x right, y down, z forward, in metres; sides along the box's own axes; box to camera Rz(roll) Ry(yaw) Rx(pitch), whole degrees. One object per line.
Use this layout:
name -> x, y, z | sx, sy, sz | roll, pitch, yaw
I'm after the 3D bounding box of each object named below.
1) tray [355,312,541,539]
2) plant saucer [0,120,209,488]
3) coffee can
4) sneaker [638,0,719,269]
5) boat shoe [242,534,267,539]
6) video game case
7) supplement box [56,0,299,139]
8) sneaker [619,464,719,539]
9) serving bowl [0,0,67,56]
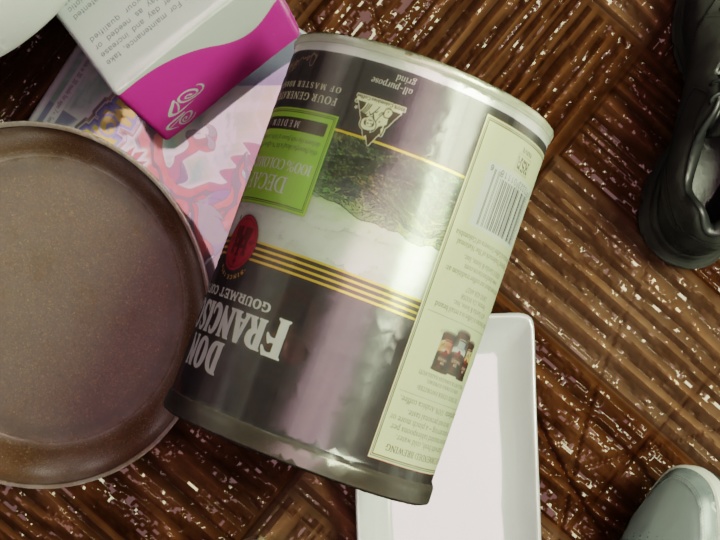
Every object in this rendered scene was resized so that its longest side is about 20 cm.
tray -> 0.049, 0.127, 0.791 | 0.106, 0.022, 0.203 | -1, 87, -3
plant saucer -> -0.177, 0.018, 0.761 | 0.197, 0.032, 0.203 | 1, 99, 5
coffee can -> 0.000, 0.000, 0.712 | 0.145, 0.146, 0.202 | 20, 86, -2
sneaker -> 0.213, -0.102, 0.778 | 0.075, 0.091, 0.203 | 9, 85, -1
boat shoe -> -0.137, 0.186, 0.752 | 0.198, 0.071, 0.065 | -25, 89, -3
video game case -> -0.098, -0.061, 0.791 | 0.181, 0.023, 0.201 | 33, 86, -1
supplement box -> -0.133, -0.186, 0.735 | 0.103, 0.101, 0.201 | -39, 78, 0
sneaker -> 0.124, 0.192, 0.743 | 0.120, 0.083, 0.202 | 22, 88, -39
serving bowl -> -0.212, -0.192, 0.626 | 0.197, 0.066, 0.203 | -1, 82, 10
